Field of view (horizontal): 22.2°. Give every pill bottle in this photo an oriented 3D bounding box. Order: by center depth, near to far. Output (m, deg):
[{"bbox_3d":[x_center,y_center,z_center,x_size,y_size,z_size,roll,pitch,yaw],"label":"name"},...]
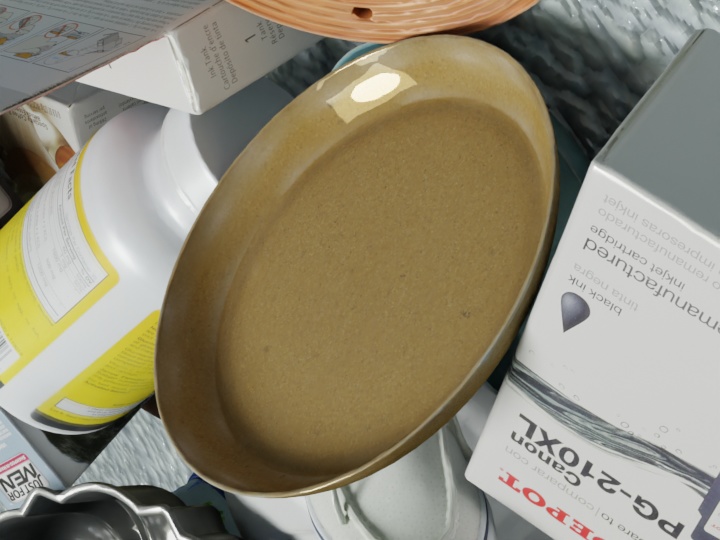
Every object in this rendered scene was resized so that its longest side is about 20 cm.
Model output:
[{"bbox_3d":[-0.103,-0.010,0.881,0.200,0.112,0.113,-37,86,40],"label":"pill bottle"}]

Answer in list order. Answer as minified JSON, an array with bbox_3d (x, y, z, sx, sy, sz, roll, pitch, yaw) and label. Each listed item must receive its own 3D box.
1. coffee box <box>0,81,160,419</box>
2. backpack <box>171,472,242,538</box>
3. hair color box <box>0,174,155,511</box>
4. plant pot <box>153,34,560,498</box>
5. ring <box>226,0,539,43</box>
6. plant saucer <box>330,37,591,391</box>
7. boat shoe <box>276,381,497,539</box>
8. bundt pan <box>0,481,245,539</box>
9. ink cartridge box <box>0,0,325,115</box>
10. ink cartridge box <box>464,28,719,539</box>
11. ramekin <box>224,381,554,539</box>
[{"bbox_3d":[-0.137,-0.032,1.033,0.114,0.079,0.202,23,136,45],"label":"coffee box"},{"bbox_3d":[-0.048,0.205,1.049,0.200,0.147,0.183,46,159,11],"label":"backpack"},{"bbox_3d":[-0.204,0.018,0.969,0.060,0.099,0.201,-27,106,43],"label":"hair color box"},{"bbox_3d":[0.000,0.000,0.715,0.027,0.201,0.199,37,166,-38],"label":"plant pot"},{"bbox_3d":[-0.011,-0.154,0.681,0.198,0.019,0.201,12,150,7],"label":"ring"},{"bbox_3d":[0.055,-0.014,0.809,0.200,0.027,0.201,39,146,33],"label":"plant saucer"},{"bbox_3d":[0.003,0.052,0.760,0.203,0.074,0.087,-110,4,-53],"label":"boat shoe"},{"bbox_3d":[-0.112,0.201,0.929,0.200,0.076,0.205,3,95,27],"label":"bundt pan"},{"bbox_3d":[-0.127,-0.105,0.838,0.199,0.175,0.045,20,136,53],"label":"ink cartridge box"},{"bbox_3d":[0.133,0.038,0.649,0.144,0.084,0.201,33,145,13],"label":"ink cartridge box"},{"bbox_3d":[0.023,0.131,0.892,0.200,0.098,0.201,41,157,21],"label":"ramekin"}]
